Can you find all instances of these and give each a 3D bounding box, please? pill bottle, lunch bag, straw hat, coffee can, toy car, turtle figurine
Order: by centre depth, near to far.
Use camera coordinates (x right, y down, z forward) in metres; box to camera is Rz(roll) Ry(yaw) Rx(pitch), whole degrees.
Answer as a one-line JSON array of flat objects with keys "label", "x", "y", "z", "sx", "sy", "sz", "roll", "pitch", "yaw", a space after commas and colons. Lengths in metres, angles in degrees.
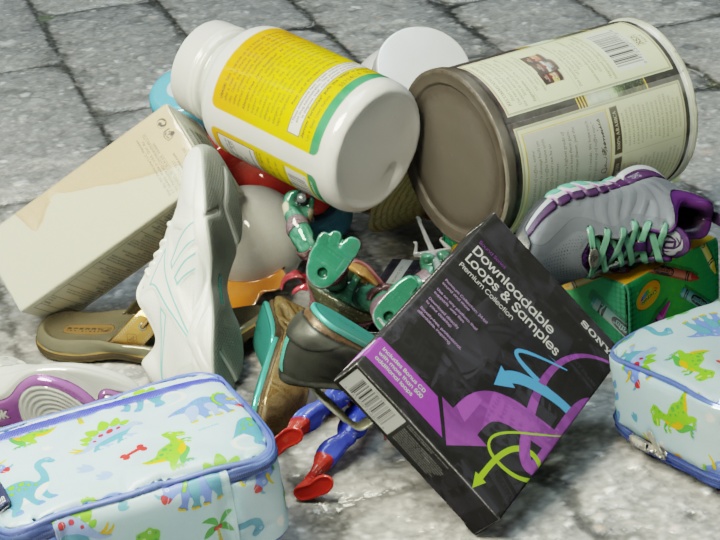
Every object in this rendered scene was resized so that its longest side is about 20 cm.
[{"label": "lunch bag", "x": -0.160, "y": 0.143, "z": 1.316, "sx": 0.199, "sy": 0.083, "sz": 0.161, "roll": -15, "pitch": 24, "yaw": -14}, {"label": "lunch bag", "x": 0.288, "y": 0.081, "z": 1.397, "sx": 0.200, "sy": 0.083, "sz": 0.161, "roll": -18, "pitch": 25, "yaw": -29}, {"label": "turtle figurine", "x": 0.000, "y": 0.000, "z": 1.595, "sx": 0.149, "sy": 0.101, "sz": 0.200, "roll": 16, "pitch": 6, "yaw": -4}, {"label": "pill bottle", "x": -0.058, "y": -0.133, "z": 1.615, "sx": 0.200, "sy": 0.113, "sz": 0.113, "roll": 28, "pitch": 37, "yaw": 34}, {"label": "coffee can", "x": 0.155, "y": -0.115, "z": 1.619, "sx": 0.200, "sy": 0.147, "sz": 0.146, "roll": -18, "pitch": 26, "yaw": -29}, {"label": "toy car", "x": -0.110, "y": -0.048, "z": 1.745, "sx": 0.176, "sy": 0.185, "sz": 0.200, "roll": 1, "pitch": 52, "yaw": 15}, {"label": "straw hat", "x": 0.104, "y": -0.063, "z": 1.772, "sx": 0.201, "sy": 0.201, "sz": 0.085, "roll": -25, "pitch": 71, "yaw": -40}, {"label": "pill bottle", "x": 0.039, "y": -0.135, "z": 1.792, "sx": 0.112, "sy": 0.112, "sz": 0.200, "roll": -11, "pitch": -21, "yaw": -15}]

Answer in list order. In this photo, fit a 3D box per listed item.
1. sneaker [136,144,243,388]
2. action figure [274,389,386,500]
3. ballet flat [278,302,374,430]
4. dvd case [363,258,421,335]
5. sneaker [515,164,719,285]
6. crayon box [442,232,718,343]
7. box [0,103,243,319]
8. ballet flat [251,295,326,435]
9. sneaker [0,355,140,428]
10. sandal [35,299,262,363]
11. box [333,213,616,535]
[{"label": "sneaker", "x": -0.140, "y": -0.001, "z": 1.562, "sx": 0.080, "sy": 0.201, "sz": 0.070, "roll": -3, "pitch": -10, "yaw": 23}, {"label": "action figure", "x": -0.003, "y": 0.095, "z": 1.451, "sx": 0.052, "sy": 0.065, "sz": 0.200, "roll": -32, "pitch": 9, "yaw": 30}, {"label": "ballet flat", "x": 0.027, "y": 0.087, "z": 1.394, "sx": 0.200, "sy": 0.069, "sz": 0.068, "roll": 26, "pitch": 13, "yaw": -21}, {"label": "dvd case", "x": 0.101, "y": 0.030, "z": 1.648, "sx": 0.199, "sy": 0.016, "sz": 0.149, "roll": 3, "pitch": 25, "yaw": 17}, {"label": "sneaker", "x": 0.199, "y": -0.030, "z": 1.514, "sx": 0.087, "sy": 0.075, "sz": 0.200, "roll": 22, "pitch": 34, "yaw": 36}, {"label": "crayon box", "x": 0.179, "y": -0.006, "z": 1.622, "sx": 0.119, "sy": 0.058, "sz": 0.200, "roll": -24, "pitch": 31, "yaw": -38}, {"label": "box", "x": -0.208, "y": -0.045, "z": 1.661, "sx": 0.200, "sy": 0.078, "sz": 0.095, "roll": -34, "pitch": -14, "yaw": 7}, {"label": "ballet flat", "x": -0.047, "y": 0.078, "z": 1.521, "sx": 0.072, "sy": 0.068, "sz": 0.200, "roll": 13, "pitch": 18, "yaw": -6}, {"label": "sneaker", "x": -0.256, "y": 0.090, "z": 1.498, "sx": 0.199, "sy": 0.075, "sz": 0.100, "roll": -1, "pitch": 24, "yaw": 9}, {"label": "sandal", "x": -0.175, "y": 0.040, "z": 1.632, "sx": 0.199, "sy": 0.054, "sz": 0.080, "roll": 0, "pitch": 23, "yaw": 11}, {"label": "box", "x": 0.087, "y": 0.066, "z": 1.368, "sx": 0.036, "sy": 0.143, "sz": 0.200, "roll": -39, "pitch": 5, "yaw": 45}]
